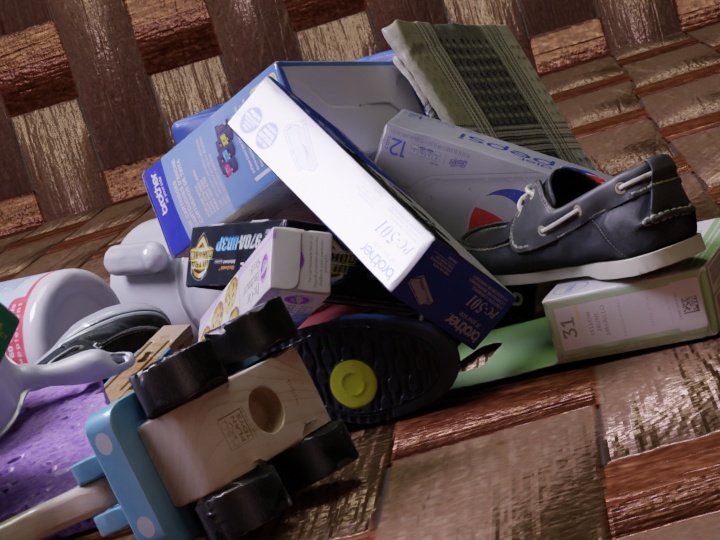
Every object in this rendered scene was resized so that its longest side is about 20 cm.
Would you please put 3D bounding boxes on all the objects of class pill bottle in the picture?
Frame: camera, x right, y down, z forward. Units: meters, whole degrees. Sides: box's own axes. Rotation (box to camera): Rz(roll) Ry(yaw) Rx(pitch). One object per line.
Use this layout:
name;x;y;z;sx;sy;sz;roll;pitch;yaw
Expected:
pill bottle;-0.287;0.065;1.645;0.199;0.110;0.108;-12;10;36

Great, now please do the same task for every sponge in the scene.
sponge;-0.201;0.120;1.278;0.111;0.030;0.200;-19;18;-6

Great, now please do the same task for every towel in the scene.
towel;0.106;-0.098;1.536;0.034;0.201;0.192;-36;-14;29

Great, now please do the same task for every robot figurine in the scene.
robot figurine;-0.122;0.008;1.665;0.169;0.114;0.199;14;-15;-39

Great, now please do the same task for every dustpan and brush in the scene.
dustpan and brush;-0.241;0.069;1.313;0.198;0.058;0.140;-17;45;-9

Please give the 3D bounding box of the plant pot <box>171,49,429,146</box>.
plant pot;-0.016;-0.083;1.814;0.199;0.182;0.200;-12;9;36

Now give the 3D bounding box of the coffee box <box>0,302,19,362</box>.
coffee box;-0.267;0.106;1.151;0.123;0.044;0.201;-34;26;37

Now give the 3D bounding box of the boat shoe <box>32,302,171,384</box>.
boat shoe;-0.206;0.090;1.505;0.199;0.073;0.071;-34;25;-31

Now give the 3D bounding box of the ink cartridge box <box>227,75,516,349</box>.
ink cartridge box;0.005;-0.037;1.275;0.044;0.094;0.200;-50;46;5

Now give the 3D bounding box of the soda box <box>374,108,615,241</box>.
soda box;0.106;-0.046;1.393;0.198;0.064;0.068;18;15;6

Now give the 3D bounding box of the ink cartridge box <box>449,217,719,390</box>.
ink cartridge box;0.135;0.021;1.290;0.198;0.048;0.145;-11;10;21

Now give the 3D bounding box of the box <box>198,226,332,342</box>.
box;-0.063;0.024;1.298;0.038;0.042;0.200;6;-18;-16

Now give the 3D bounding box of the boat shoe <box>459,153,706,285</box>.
boat shoe;0.128;-0.031;1.261;0.071;0.068;0.199;-26;10;-32

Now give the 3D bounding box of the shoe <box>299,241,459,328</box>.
shoe;-0.003;-0.002;1.559;0.199;0.092;0.071;-21;9;-24

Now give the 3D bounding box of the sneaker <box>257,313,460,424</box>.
sneaker;-0.029;0.064;1.279;0.198;0.067;0.078;-14;5;20

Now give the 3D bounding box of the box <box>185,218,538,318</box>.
box;0.000;0.000;1.431;0.198;0.047;0.159;8;-4;-27

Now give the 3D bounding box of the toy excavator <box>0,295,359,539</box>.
toy excavator;-0.129;0.116;1.114;0.199;0.101;0.194;-29;0;40

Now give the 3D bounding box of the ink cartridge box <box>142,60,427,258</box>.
ink cartridge box;-0.062;-0.072;1.512;0.136;0.077;0.200;-5;-24;-46

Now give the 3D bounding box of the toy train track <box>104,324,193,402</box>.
toy train track;-0.162;0.091;1.440;0.114;0.033;0.200;-4;21;21
